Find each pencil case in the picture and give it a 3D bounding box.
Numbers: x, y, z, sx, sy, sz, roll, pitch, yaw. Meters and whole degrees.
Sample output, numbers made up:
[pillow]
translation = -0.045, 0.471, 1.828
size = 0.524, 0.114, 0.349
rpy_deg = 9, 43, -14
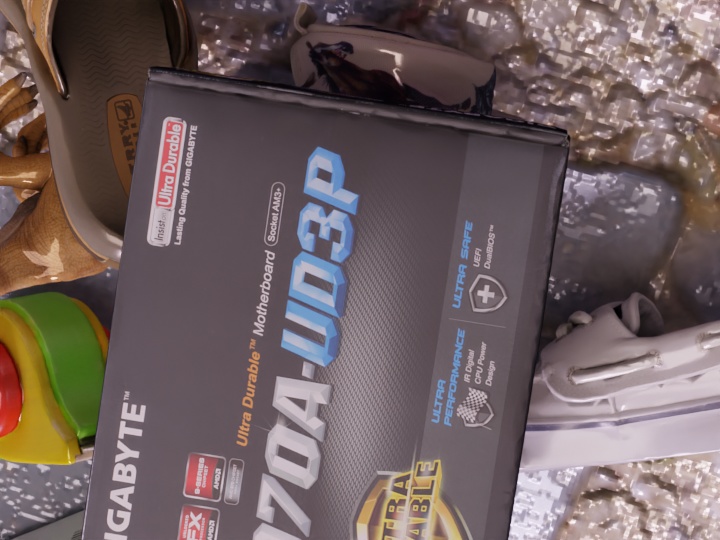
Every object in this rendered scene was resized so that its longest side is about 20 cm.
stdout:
[pencil case]
translation = 0.000, 0.000, 1.121
size = 0.089, 0.078, 0.201
rpy_deg = 7, 95, -1

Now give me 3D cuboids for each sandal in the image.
[sandal]
translation = -0.101, -0.099, 1.099
size = 0.080, 0.054, 0.201
rpy_deg = -15, 82, -13

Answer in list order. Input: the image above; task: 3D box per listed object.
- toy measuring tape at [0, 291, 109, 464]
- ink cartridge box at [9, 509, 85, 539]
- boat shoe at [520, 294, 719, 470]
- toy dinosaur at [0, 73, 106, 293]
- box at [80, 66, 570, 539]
[toy measuring tape]
translation = -0.113, 0.043, 1.176
size = 0.200, 0.074, 0.074
rpy_deg = -3, 122, 53
[ink cartridge box]
translation = -0.123, 0.221, 1.289
size = 0.175, 0.084, 0.201
rpy_deg = -23, 111, 22
[boat shoe]
translation = 0.108, 0.043, 1.156
size = 0.199, 0.072, 0.066
rpy_deg = -8, 86, 27
[toy dinosaur]
translation = -0.121, -0.016, 1.132
size = 0.199, 0.107, 0.060
rpy_deg = -24, 158, -16
[box]
translation = -0.014, 0.034, 1.063
size = 0.158, 0.046, 0.201
rpy_deg = 10, 96, 3
